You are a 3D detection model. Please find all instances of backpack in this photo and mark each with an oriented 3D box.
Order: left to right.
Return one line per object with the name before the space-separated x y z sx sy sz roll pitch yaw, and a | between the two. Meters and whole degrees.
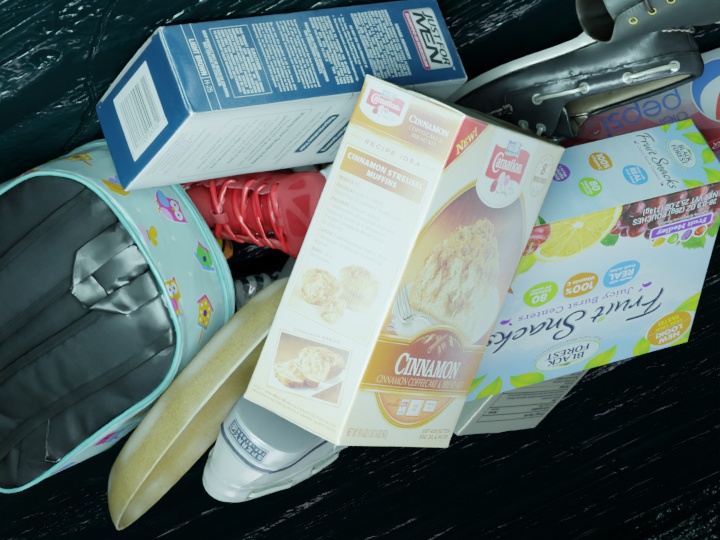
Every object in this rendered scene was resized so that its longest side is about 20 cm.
backpack | -0.174 0.018 1.494 0.200 0.177 0.153 -34 176 37

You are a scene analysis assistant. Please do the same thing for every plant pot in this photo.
plant pot | -0.091 0.074 1.479 0.200 0.027 0.200 -50 175 -6

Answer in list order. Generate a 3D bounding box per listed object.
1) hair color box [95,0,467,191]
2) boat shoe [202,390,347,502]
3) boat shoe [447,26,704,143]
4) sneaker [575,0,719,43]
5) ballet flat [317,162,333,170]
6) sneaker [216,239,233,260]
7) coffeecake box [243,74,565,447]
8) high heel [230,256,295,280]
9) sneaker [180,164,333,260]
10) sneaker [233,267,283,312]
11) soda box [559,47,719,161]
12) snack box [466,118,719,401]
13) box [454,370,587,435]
hair color box | -0.047 -0.106 1.444 0.199 0.061 0.100 -10 161 -35
boat shoe | -0.040 0.101 1.568 0.066 0.072 0.200 -52 173 26
boat shoe | 0.136 -0.118 1.634 0.199 0.061 0.074 -24 168 13
sneaker | 0.204 -0.190 1.460 0.105 0.075 0.200 -18 165 -18
ballet flat | 0.000 0.000 1.634 0.069 0.071 0.201 12 136 17
sneaker | -0.175 0.022 1.680 0.199 0.070 0.090 -31 158 24
coffeecake box | 0.029 -0.001 1.435 0.153 0.073 0.201 9 103 -63
high heel | -0.025 0.050 1.753 0.198 0.144 0.071 -9 -156 -10
sneaker | -0.070 -0.030 1.532 0.114 0.079 0.200 -6 -173 -12
sneaker | -0.090 0.034 1.803 0.198 0.081 0.147 -14 167 -5
soda box | 0.229 -0.109 1.760 0.198 0.070 0.063 -19 165 -6
snack box | 0.137 -0.003 1.637 0.198 0.068 0.169 -12 140 -17
box | 0.137 0.022 1.907 0.200 0.109 0.127 -49 155 24
